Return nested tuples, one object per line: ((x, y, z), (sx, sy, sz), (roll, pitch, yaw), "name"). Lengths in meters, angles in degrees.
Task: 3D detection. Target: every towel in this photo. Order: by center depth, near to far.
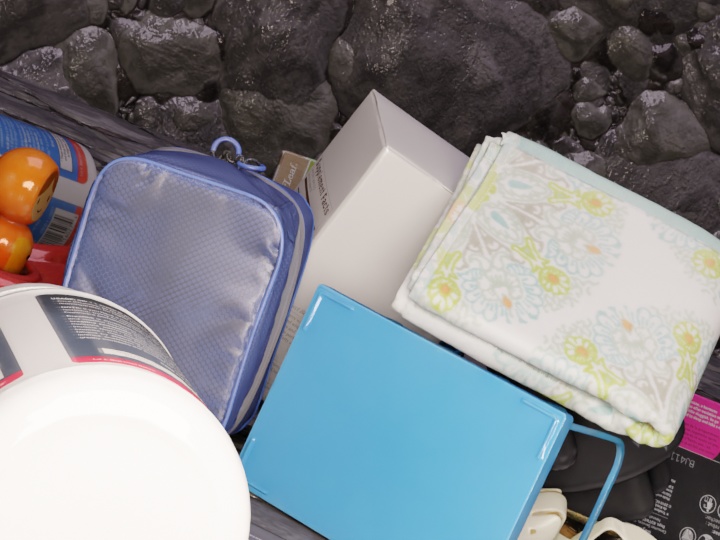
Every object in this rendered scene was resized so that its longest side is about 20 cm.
((0.136, 0.010, 1.547), (0.199, 0.048, 0.172), (27, 49, 5), "towel")

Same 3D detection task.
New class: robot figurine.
((0.154, 0.074, 1.652), (0.124, 0.201, 0.150), (-20, 14, -10), "robot figurine")

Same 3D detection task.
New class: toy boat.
((-0.242, -0.021, 1.634), (0.199, 0.131, 0.131), (21, 13, -24), "toy boat")

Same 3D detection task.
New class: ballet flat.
((0.140, 0.183, 1.614), (0.199, 0.071, 0.071), (25, 6, -7), "ballet flat")

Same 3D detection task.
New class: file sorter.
((0.049, 0.120, 1.535), (0.199, 0.139, 0.122), (27, 4, 32), "file sorter")

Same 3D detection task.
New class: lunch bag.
((-0.114, 0.010, 1.552), (0.135, 0.201, 0.132), (21, 6, 6), "lunch bag")

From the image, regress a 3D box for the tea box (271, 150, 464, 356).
((0.005, 0.010, 2.061), (0.196, 0.134, 0.200), (19, -11, 5), "tea box")

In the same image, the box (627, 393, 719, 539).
((0.188, 0.146, 1.791), (0.199, 0.133, 0.115), (22, -11, -13), "box")

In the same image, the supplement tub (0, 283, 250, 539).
((-0.135, 0.088, 1.079), (0.140, 0.141, 0.200), (21, 7, -19), "supplement tub")

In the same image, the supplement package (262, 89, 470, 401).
((0.000, 0.000, 1.673), (0.121, 0.200, 0.120), (34, 17, -18), "supplement package")

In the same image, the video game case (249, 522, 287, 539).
((-0.063, 0.165, 1.281), (0.142, 0.019, 0.200), (25, 5, 11), "video game case")

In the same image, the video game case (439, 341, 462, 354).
((0.082, 0.055, 1.850), (0.199, 0.018, 0.143), (-18, -3, 16), "video game case")

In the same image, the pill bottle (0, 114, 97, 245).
((-0.324, -0.080, 1.957), (0.199, 0.113, 0.112), (20, 7, -37), "pill bottle")
